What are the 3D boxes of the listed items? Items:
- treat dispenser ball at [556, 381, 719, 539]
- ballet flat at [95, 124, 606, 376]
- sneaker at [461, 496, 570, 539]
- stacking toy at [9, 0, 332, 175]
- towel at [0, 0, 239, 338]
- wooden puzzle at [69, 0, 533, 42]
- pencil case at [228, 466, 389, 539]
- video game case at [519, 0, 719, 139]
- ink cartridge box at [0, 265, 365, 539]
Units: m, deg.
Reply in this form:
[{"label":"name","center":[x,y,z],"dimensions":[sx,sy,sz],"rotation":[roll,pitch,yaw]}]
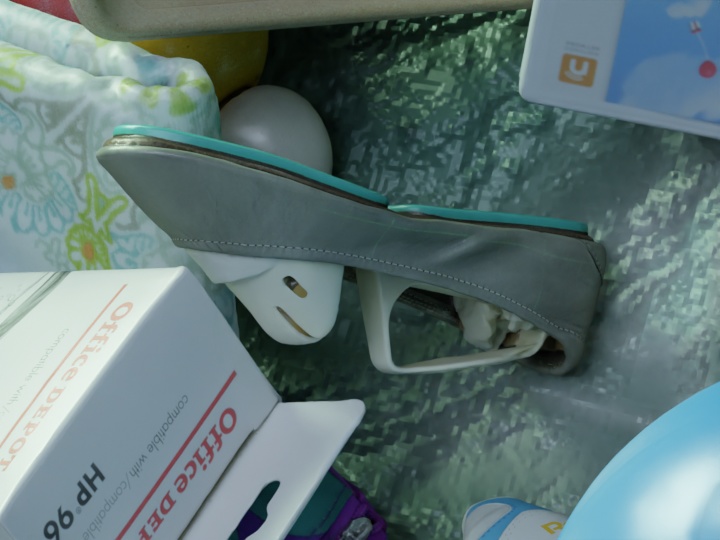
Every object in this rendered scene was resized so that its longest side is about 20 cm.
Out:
[{"label":"treat dispenser ball","center":[0.146,0.123,0.779],"dimensions":[0.200,0.201,0.202],"rotation":[-8,70,23]},{"label":"ballet flat","center":[0.000,0.000,0.904],"dimensions":[0.067,0.199,0.064],"rotation":[3,83,56]},{"label":"sneaker","center":[0.021,0.170,0.906],"dimensions":[0.200,0.076,0.081],"rotation":[-53,45,-1]},{"label":"stacking toy","center":[-0.086,-0.094,1.027],"dimensions":[0.146,0.146,0.200],"rotation":[-42,77,8]},{"label":"towel","center":[-0.129,-0.018,0.989],"dimensions":[0.199,0.172,0.048],"rotation":[20,43,30]},{"label":"wooden puzzle","center":[-0.033,-0.169,0.981],"dimensions":[0.037,0.199,0.186],"rotation":[-56,46,50]},{"label":"pencil case","center":[-0.063,0.144,0.898],"dimensions":[0.092,0.085,0.200],"rotation":[-8,42,41]},{"label":"video game case","center":[0.160,-0.111,0.841],"dimensions":[0.199,0.183,0.022],"rotation":[11,39,4]},{"label":"ink cartridge box","center":[-0.109,0.061,0.899],"dimensions":[0.199,0.068,0.116],"rotation":[-2,43,42]}]
